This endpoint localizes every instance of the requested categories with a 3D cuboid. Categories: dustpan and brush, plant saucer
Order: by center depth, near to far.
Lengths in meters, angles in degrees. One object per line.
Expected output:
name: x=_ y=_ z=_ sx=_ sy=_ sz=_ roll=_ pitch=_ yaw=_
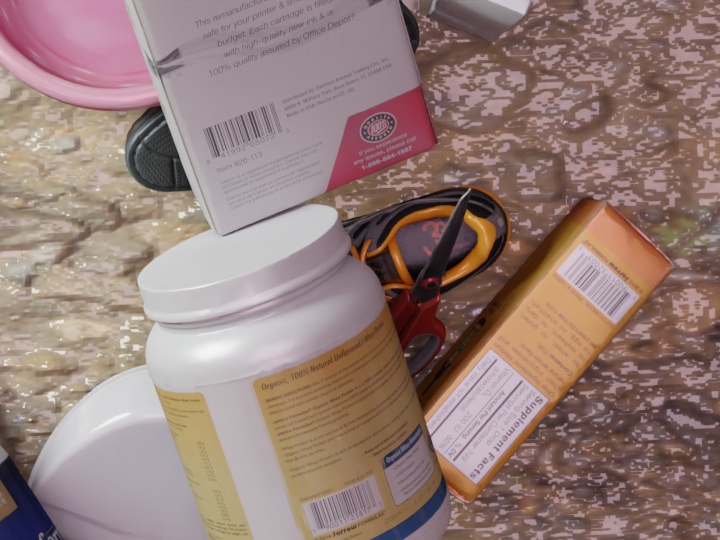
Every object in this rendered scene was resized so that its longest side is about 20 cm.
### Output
plant saucer: x=-0.146 y=-0.193 z=1.382 sx=0.199 sy=0.051 sz=0.202 roll=0 pitch=82 yaw=3
dustpan and brush: x=-0.112 y=0.088 z=1.391 sx=0.139 sy=0.057 sz=0.201 roll=21 pitch=117 yaw=-12

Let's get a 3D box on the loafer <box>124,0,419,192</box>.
loafer: x=-0.058 y=-0.116 z=1.408 sx=0.199 sy=0.063 sz=0.072 roll=-28 pitch=124 yaw=2

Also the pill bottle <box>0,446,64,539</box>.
pill bottle: x=-0.238 y=0.172 z=1.343 sx=0.115 sy=0.116 sz=0.200 roll=-33 pitch=95 yaw=-1

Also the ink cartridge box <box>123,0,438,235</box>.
ink cartridge box: x=-0.054 y=-0.143 z=1.293 sx=0.146 sy=0.083 sz=0.201 roll=-22 pitch=124 yaw=-7

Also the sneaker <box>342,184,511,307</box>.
sneaker: x=0.000 y=0.000 z=1.397 sx=0.199 sy=0.077 sz=0.079 roll=-26 pitch=95 yaw=0

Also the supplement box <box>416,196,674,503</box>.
supplement box: x=0.104 y=0.049 z=1.409 sx=0.069 sy=0.067 sz=0.200 roll=43 pitch=90 yaw=-7

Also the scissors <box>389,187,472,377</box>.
scissors: x=0.044 y=0.011 z=1.357 sx=0.073 sy=0.200 sz=0.014 roll=8 pitch=51 yaw=-28

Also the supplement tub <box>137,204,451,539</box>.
supplement tub: x=-0.040 y=0.077 z=1.307 sx=0.144 sy=0.145 sz=0.201 roll=-18 pitch=106 yaw=-2

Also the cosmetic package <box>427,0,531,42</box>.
cosmetic package: x=0.093 y=-0.219 z=1.332 sx=0.051 sy=0.200 sz=0.151 roll=19 pitch=90 yaw=-2
